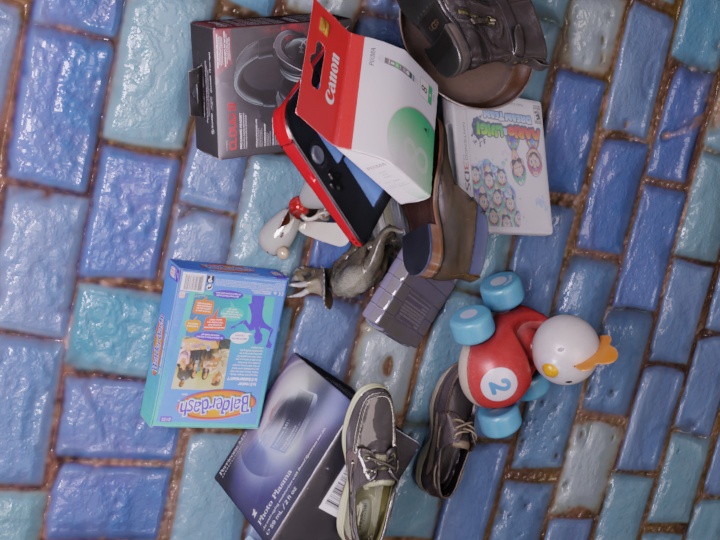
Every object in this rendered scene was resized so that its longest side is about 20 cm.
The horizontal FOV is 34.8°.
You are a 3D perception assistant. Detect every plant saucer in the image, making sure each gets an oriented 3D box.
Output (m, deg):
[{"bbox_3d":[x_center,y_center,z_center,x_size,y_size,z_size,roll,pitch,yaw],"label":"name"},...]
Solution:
[{"bbox_3d":[0.130,-0.291,1.443,0.197,0.032,0.204,8,70,-24],"label":"plant saucer"}]

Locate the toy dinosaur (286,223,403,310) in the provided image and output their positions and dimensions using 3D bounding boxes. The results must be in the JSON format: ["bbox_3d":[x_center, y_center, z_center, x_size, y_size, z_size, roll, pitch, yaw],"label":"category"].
[{"bbox_3d":[0.000,0.000,1.416,0.077,0.199,0.103,48,58,-21],"label":"toy dinosaur"}]

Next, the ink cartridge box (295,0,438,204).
[{"bbox_3d":[0.014,-0.192,1.282,0.200,0.049,0.163,39,48,-44],"label":"ink cartridge box"}]

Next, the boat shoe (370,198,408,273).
[{"bbox_3d":[0.028,-0.086,1.475,0.064,0.074,0.205,-27,122,-26],"label":"boat shoe"}]

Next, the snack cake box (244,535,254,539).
[{"bbox_3d":[-0.101,0.448,1.494,0.067,0.199,0.116,-41,122,-11],"label":"snack cake box"}]

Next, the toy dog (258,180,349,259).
[{"bbox_3d":[-0.040,-0.074,1.373,0.130,0.097,0.201,-1,138,-27],"label":"toy dog"}]

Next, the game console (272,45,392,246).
[{"bbox_3d":[-0.012,-0.150,1.287,0.178,0.031,0.201,52,40,-21],"label":"game console"}]

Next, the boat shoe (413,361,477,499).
[{"bbox_3d":[0.138,0.232,1.639,0.073,0.073,0.203,5,103,-31],"label":"boat shoe"}]

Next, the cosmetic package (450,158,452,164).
[{"bbox_3d":[0.069,-0.156,1.468,0.051,0.082,0.201,-43,123,-14],"label":"cosmetic package"}]

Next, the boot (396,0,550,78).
[{"bbox_3d":[0.140,-0.326,1.413,0.172,0.069,0.203,-19,85,-36],"label":"boot"}]

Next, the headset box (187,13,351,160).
[{"bbox_3d":[-0.111,-0.217,1.344,0.197,0.077,0.151,-10,111,-29],"label":"headset box"}]

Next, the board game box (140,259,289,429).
[{"bbox_3d":[-0.181,0.094,1.424,0.150,0.045,0.203,6,102,-32],"label":"board game box"}]

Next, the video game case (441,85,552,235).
[{"bbox_3d":[0.182,-0.140,1.505,0.198,0.023,0.186,0,83,-47],"label":"video game case"}]

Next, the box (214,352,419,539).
[{"bbox_3d":[-0.061,0.242,1.451,0.123,0.198,0.202,34,88,-30],"label":"box"}]

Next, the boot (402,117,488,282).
[{"bbox_3d":[0.105,-0.081,1.399,0.096,0.074,0.204,15,72,-34],"label":"boot"}]

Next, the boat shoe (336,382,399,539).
[{"bbox_3d":[0.016,0.235,1.336,0.071,0.066,0.205,1,104,-27],"label":"boat shoe"}]

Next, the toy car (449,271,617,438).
[{"bbox_3d":[0.251,0.118,1.570,0.177,0.198,0.187,-41,121,-42],"label":"toy car"}]

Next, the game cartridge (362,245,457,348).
[{"bbox_3d":[0.068,0.030,1.498,0.130,0.038,0.200,-54,159,0],"label":"game cartridge"}]
